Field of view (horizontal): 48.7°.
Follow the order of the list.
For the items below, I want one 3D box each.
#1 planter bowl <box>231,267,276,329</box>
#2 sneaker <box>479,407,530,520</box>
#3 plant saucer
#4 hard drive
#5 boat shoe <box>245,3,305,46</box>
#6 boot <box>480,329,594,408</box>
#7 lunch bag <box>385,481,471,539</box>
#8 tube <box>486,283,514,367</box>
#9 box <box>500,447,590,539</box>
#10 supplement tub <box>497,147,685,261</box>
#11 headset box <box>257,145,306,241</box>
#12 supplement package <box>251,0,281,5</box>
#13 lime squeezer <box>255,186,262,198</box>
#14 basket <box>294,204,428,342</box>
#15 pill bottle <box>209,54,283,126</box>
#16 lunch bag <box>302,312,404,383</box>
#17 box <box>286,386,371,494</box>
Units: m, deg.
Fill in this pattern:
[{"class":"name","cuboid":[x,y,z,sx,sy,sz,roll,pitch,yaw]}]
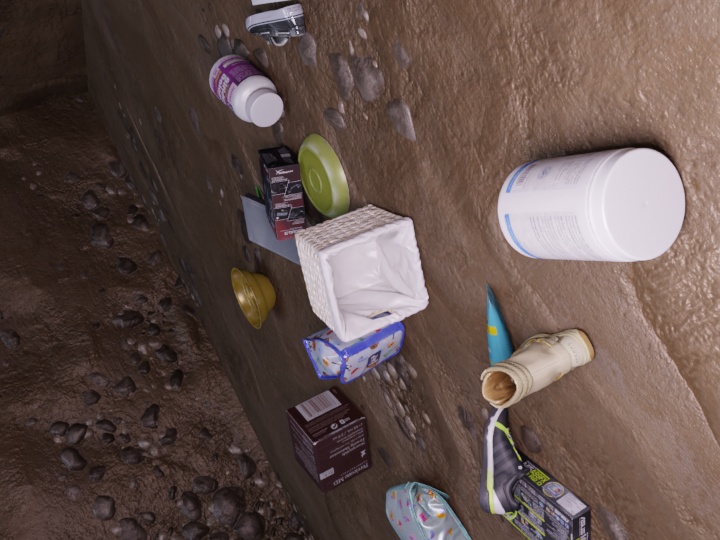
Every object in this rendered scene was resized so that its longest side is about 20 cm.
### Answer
[{"class":"planter bowl","cuboid":[-0.314,0.071,2.428,0.200,0.083,0.201,48,151,38]},{"class":"sneaker","cuboid":[0.263,0.340,1.420,0.072,0.083,0.200,48,-133,-63]},{"class":"plant saucer","cuboid":[-0.089,-0.202,1.761,0.200,0.031,0.200,48,151,37]},{"class":"hard drive","cuboid":[-0.221,-0.108,2.063,0.200,0.033,0.140,25,135,34]},{"class":"boat shoe","cuboid":[-0.176,-0.493,1.624,0.200,0.072,0.071,16,121,59]},{"class":"boot","cuboid":[0.244,0.157,1.221,0.073,0.155,0.200,65,157,4]},{"class":"lunch bag","cuboid":[0.149,0.585,1.869,0.200,0.122,0.170,58,157,6]},{"class":"tube","cuboid":[0.236,0.126,1.345,0.077,0.050,0.200,-88,-15,-71]},{"class":"box","cuboid":[0.328,0.436,1.441,0.200,0.044,0.160,35,142,51]},{"class":"supplement tub","cuboid":[0.274,-0.077,0.974,0.200,0.132,0.132,7,118,64]},{"class":"headset box","cuboid":[-0.182,-0.174,1.871,0.149,0.077,0.200,-122,25,-59]},{"class":"supplement package","cuboid":[-0.106,-0.561,1.317,0.191,0.147,0.200,25,133,57]},{"class":"lime squeezer","cuboid":[-0.241,-0.150,2.125,0.200,0.038,0.071,44,148,43]},{"class":"basket","cuboid":[0.000,0.000,1.555,0.161,0.198,0.200,33,141,58]},{"class":"pill bottle","cuboid":[-0.260,-0.410,1.833,0.200,0.112,0.112,45,149,41]},{"class":"lunch bag","cuboid":[-0.009,0.164,1.753,0.124,0.170,0.200,64,156,-2]},{"class":"box","cuboid":[-0.086,0.465,2.200,0.164,0.166,0.200,38,144,47]}]
